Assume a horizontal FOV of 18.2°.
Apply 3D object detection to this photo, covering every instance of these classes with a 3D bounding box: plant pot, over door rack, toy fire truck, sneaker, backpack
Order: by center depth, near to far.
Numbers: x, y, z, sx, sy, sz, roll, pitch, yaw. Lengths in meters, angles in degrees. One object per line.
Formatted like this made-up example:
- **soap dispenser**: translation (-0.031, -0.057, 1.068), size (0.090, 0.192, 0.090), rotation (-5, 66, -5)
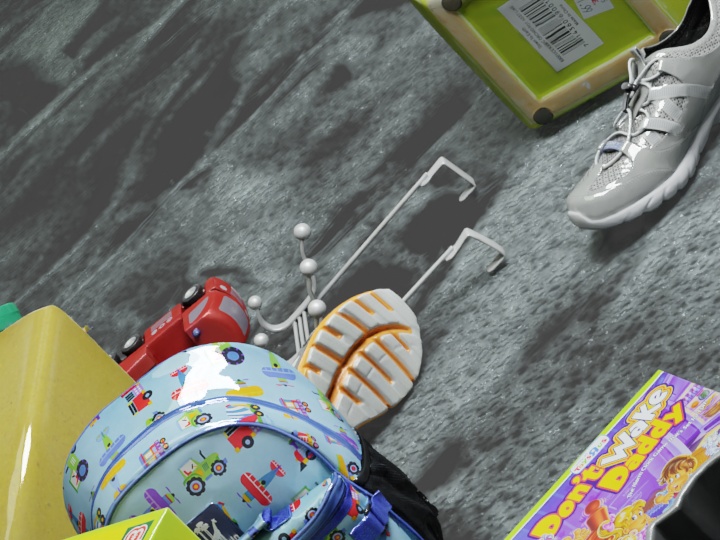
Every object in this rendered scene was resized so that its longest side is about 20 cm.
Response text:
- **backpack**: translation (-0.067, 0.151, 1.301), size (0.183, 0.200, 0.135), rotation (-38, 23, 6)
- **sneaker**: translation (0.194, -0.111, 1.500), size (0.200, 0.082, 0.075), rotation (-51, 24, -20)
- **plant pot**: translation (-0.224, 0.187, 1.503), size (0.194, 0.196, 0.200), rotation (-32, 30, 21)
- **sneaker**: translation (-0.032, 0.092, 1.517), size (0.200, 0.078, 0.077), rotation (-52, 16, -27)
- **over door rack**: translation (0.000, 0.000, 1.637), size (0.200, 0.067, 0.148), rotation (-37, 24, 11)
- **plant pot**: translation (0.145, -0.235, 1.669), size (0.199, 0.200, 0.182), rotation (-29, 33, 28)
- **toy fire truck**: translation (-0.169, 0.101, 1.748), size (0.200, 0.049, 0.141), rotation (-38, 22, 10)

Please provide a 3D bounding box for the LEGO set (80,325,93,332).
- **LEGO set**: translation (-0.266, 0.121, 1.715), size (0.200, 0.116, 0.154), rotation (-11, 67, 59)

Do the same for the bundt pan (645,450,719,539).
- **bundt pan**: translation (0.216, 0.146, 1.013), size (0.202, 0.076, 0.202), rotation (-34, 23, 17)

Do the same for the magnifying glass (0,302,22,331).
- **magnifying glass**: translation (-0.294, 0.067, 1.613), size (0.080, 0.022, 0.200), rotation (-31, -1, -30)

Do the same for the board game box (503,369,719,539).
- **board game box**: translation (0.137, 0.150, 1.173), size (0.200, 0.045, 0.134), rotation (-47, 23, -11)

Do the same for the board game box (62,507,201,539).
- **board game box**: translation (-0.080, 0.217, 1.200), size (0.102, 0.200, 0.048), rotation (-21, 30, 41)
